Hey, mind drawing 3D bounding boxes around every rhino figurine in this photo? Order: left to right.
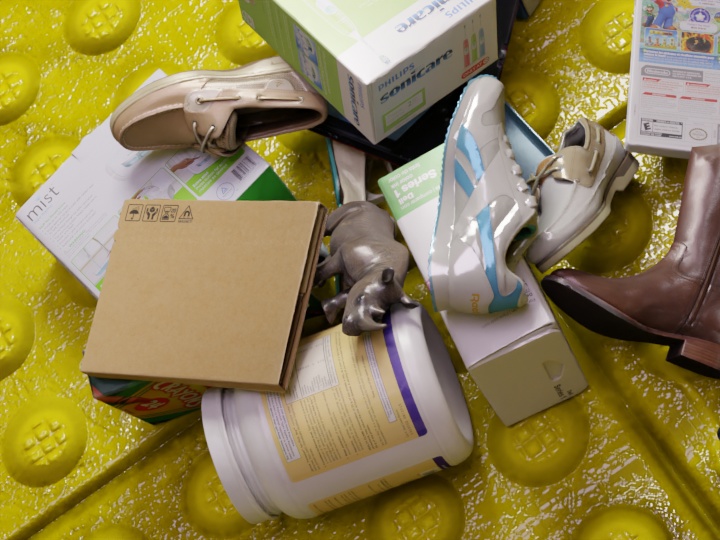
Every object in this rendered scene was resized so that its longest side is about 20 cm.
[{"bbox_3d":[0.000,0.000,1.482,0.087,0.060,0.200,-29,26,3],"label":"rhino figurine"}]

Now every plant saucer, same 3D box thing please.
[{"bbox_3d":[0.114,-0.127,1.638,0.070,0.019,0.200,-38,60,-1],"label":"plant saucer"}]

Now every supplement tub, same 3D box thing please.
[{"bbox_3d":[-0.019,0.123,1.495,0.199,0.145,0.146,-21,61,9],"label":"supplement tub"}]

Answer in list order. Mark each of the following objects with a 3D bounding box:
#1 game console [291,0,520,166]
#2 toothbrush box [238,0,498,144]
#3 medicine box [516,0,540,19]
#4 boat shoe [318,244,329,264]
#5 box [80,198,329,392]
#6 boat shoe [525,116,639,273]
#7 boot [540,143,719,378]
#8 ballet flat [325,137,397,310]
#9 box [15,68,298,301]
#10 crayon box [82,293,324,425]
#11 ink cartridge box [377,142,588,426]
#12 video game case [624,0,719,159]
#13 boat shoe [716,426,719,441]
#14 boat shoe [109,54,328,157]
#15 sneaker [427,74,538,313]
[{"bbox_3d":[0.024,-0.206,1.623,0.199,0.119,0.172,23,51,29],"label":"game console"},{"bbox_3d":[0.003,-0.231,1.557,0.145,0.086,0.200,-36,59,-17],"label":"toothbrush box"},{"bbox_3d":[0.077,-0.348,1.659,0.199,0.182,0.103,24,76,28],"label":"medicine box"},{"bbox_3d":[-0.120,0.003,1.571,0.200,0.070,0.071,-13,21,-18],"label":"boat shoe"},{"bbox_3d":[-0.133,0.018,1.490,0.199,0.021,0.164,2,69,28],"label":"box"},{"bbox_3d":[0.174,-0.065,1.498,0.068,0.200,0.075,48,124,-6],"label":"boat shoe"},{"bbox_3d":[0.259,-0.034,1.479,0.186,0.064,0.201,25,75,-16],"label":"boot"},{"bbox_3d":[0.004,-0.057,1.622,0.069,0.070,0.201,-12,62,14],"label":"ballet flat"},{"bbox_3d":[-0.192,-0.057,1.670,0.200,0.097,0.176,-47,59,-5],"label":"box"},{"bbox_3d":[-0.127,0.072,1.562,0.199,0.127,0.051,-21,69,13],"label":"crayon box"},{"bbox_3d":[0.105,0.012,1.501,0.084,0.145,0.201,-28,60,5],"label":"ink cartridge box"},{"bbox_3d":[0.311,-0.189,1.570,0.142,0.018,0.201,7,67,2],"label":"video game case"},{"bbox_3d":[0.346,0.189,1.375,0.068,0.084,0.200,-21,45,-12],"label":"boat shoe"},{"bbox_3d":[-0.128,-0.140,1.595,0.199,0.071,0.065,-15,58,4],"label":"boat shoe"},{"bbox_3d":[0.104,-0.060,1.415,0.080,0.077,0.201,4,72,10],"label":"sneaker"}]
